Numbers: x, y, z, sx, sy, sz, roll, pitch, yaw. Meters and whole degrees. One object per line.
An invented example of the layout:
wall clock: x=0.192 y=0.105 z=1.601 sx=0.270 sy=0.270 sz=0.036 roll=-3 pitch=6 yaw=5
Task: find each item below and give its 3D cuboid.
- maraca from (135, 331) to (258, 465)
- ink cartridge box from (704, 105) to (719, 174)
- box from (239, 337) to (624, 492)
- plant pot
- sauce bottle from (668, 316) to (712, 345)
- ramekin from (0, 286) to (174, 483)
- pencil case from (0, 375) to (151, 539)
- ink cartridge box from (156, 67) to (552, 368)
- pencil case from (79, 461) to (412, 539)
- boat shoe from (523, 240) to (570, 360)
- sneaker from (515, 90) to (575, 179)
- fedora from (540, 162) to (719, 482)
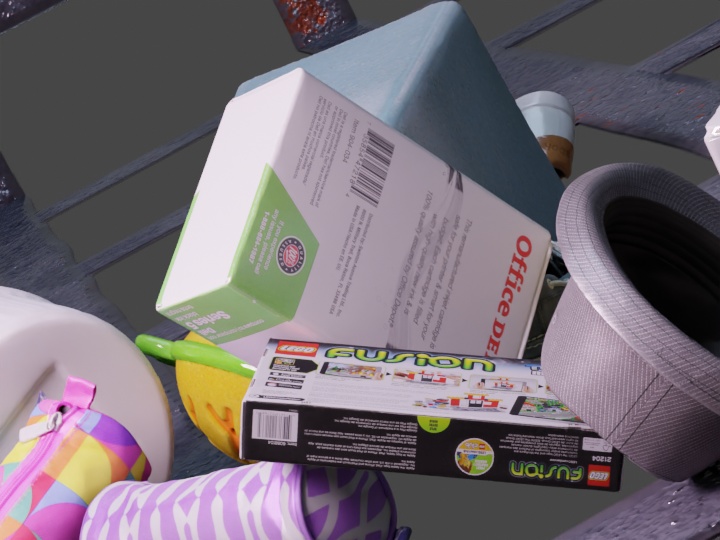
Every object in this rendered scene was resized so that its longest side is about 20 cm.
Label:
maraca: x=-0.061 y=0.069 z=1.677 sx=0.200 sy=0.137 sz=0.108 roll=8 pitch=75 yaw=57
ink cartridge box: x=0.241 y=-0.009 z=1.170 sx=0.083 sy=0.201 sz=0.144 roll=-20 pitch=14 yaw=30
box: x=0.042 y=0.076 z=1.421 sx=0.199 sy=0.035 sz=0.110 roll=5 pitch=16 yaw=5
plant pot: x=0.005 y=-0.029 z=1.816 sx=0.195 sy=0.197 sz=0.200 roll=-20 pitch=24 yaw=30
sauce bottle: x=0.185 y=0.015 z=1.518 sx=0.066 sy=0.066 sz=0.200 roll=-23 pitch=12 yaw=16
ramekin: x=-0.213 y=0.111 z=1.668 sx=0.200 sy=0.201 sz=0.097 roll=-34 pitch=21 yaw=-32
pencil case: x=-0.204 y=0.163 z=1.554 sx=0.088 sy=0.088 sz=0.200 roll=-10 pitch=42 yaw=54
ink cartridge box: x=0.000 y=0.000 z=1.548 sx=0.084 sy=0.200 sz=0.146 roll=-19 pitch=46 yaw=51
pencil case: x=-0.069 y=0.140 z=1.486 sx=0.199 sy=0.084 sz=0.086 roll=-15 pitch=46 yaw=40
boat shoe: x=0.125 y=0.004 z=1.693 sx=0.073 sy=0.062 sz=0.200 roll=-22 pitch=13 yaw=20
sneaker: x=0.081 y=-0.055 z=2.022 sx=0.200 sy=0.073 sz=0.085 roll=-36 pitch=39 yaw=34
fedora: x=0.155 y=0.038 z=1.346 sx=0.090 sy=0.176 sz=0.200 roll=-53 pitch=7 yaw=24
